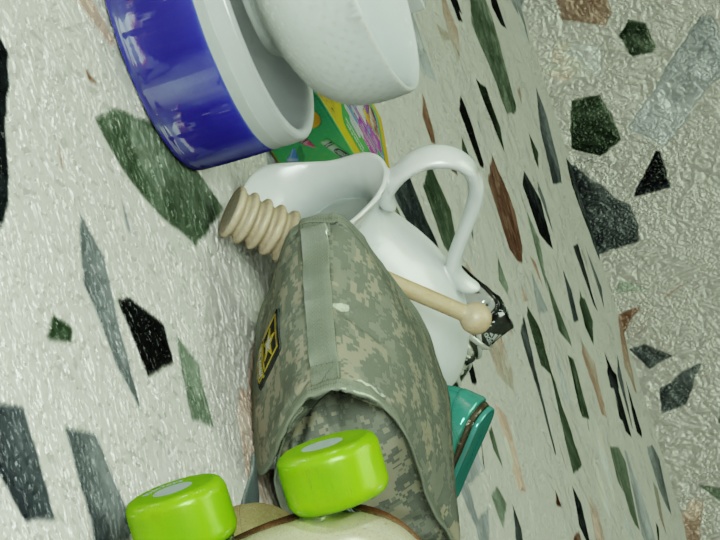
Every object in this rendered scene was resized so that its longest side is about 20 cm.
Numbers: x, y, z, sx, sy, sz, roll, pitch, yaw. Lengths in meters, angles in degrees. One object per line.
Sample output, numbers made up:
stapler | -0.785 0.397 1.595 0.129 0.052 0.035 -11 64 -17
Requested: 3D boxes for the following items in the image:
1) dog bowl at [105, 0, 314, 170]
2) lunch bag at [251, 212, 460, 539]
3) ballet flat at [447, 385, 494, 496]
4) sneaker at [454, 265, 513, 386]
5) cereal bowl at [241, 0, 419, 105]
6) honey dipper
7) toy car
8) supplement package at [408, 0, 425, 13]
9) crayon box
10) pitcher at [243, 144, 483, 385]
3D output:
dog bowl | -0.101 -0.171 1.615 0.200 0.078 0.201 -17 90 -78
lunch bag | -0.010 0.082 1.595 0.165 0.117 0.201 -93 166 -46
ballet flat | 0.039 0.166 1.762 0.067 0.070 0.201 -31 141 -58
sneaker | 0.069 0.073 1.968 0.076 0.115 0.202 57 20 -53
cereal bowl | -0.032 -0.197 1.574 0.200 0.083 0.201 -17 90 -79
honey dipper | 0.000 0.000 1.649 0.199 0.038 0.038 25 30 -14
toy car | -0.037 0.169 1.318 0.200 0.157 0.165 -106 180 -83
supplement package | -0.029 -0.307 2.037 0.117 0.116 0.201 -81 152 -65
crayon box | -0.033 -0.120 1.906 0.200 0.058 0.119 58 20 -52
pitcher | 0.026 0.001 1.735 0.122 0.170 0.201 -87 157 -46
